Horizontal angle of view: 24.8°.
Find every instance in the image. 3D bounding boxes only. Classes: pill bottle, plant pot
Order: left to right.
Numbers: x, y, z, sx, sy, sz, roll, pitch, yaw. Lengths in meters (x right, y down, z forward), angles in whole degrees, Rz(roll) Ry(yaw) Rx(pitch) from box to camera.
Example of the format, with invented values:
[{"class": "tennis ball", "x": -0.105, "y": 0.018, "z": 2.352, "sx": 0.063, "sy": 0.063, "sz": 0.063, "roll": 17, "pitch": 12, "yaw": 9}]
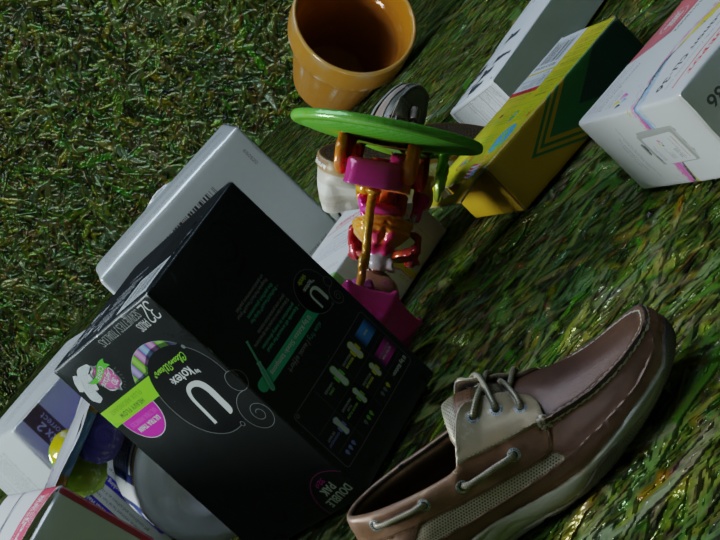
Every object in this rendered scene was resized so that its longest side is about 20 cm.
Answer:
[{"class": "pill bottle", "x": -0.141, "y": 0.155, "z": 1.326, "sx": 0.111, "sy": 0.111, "sz": 0.200, "roll": -49, "pitch": 11, "yaw": -12}, {"class": "plant pot", "x": -0.028, "y": -0.349, "z": 2.592, "sx": 0.201, "sy": 0.199, "sz": 0.184, "roll": -52, "pitch": -4, "yaw": -28}]

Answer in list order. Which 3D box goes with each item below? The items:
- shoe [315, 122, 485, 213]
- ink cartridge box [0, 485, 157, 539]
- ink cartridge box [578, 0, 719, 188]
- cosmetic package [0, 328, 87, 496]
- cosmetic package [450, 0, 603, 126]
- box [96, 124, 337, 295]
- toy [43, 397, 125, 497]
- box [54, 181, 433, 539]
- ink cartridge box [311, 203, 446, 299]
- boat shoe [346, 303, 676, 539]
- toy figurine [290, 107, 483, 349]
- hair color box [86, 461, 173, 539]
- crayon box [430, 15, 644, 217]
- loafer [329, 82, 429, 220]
[{"class": "shoe", "x": 0.051, "y": -0.089, "z": 1.418, "sx": 0.198, "sy": 0.054, "sz": 0.070, "roll": -10, "pitch": 26, "yaw": -23}, {"class": "ink cartridge box", "x": -0.191, "y": 0.222, "z": 1.148, "sx": 0.083, "sy": 0.146, "sz": 0.200, "roll": -63, "pitch": 15, "yaw": -18}, {"class": "ink cartridge box", "x": 0.222, "y": -0.117, "z": 0.980, "sx": 0.117, "sy": 0.067, "sz": 0.200, "roll": -49, "pitch": 10, "yaw": -10}, {"class": "cosmetic package", "x": -0.254, "y": 0.164, "z": 1.602, "sx": 0.165, "sy": 0.165, "sz": 0.200, "roll": -51, "pitch": 12, "yaw": -26}, {"class": "cosmetic package", "x": 0.170, "y": -0.220, "z": 1.629, "sx": 0.082, "sy": 0.051, "sz": 0.201, "roll": -31, "pitch": 19, "yaw": 54}, {"class": "box", "x": -0.123, "y": -0.004, "z": 1.601, "sx": 0.199, "sy": 0.200, "sz": 0.131, "roll": -48, "pitch": 12, "yaw": -3}, {"class": "toy", "x": -0.214, "y": 0.138, "z": 1.290, "sx": 0.116, "sy": 0.047, "sz": 0.200, "roll": -70, "pitch": 12, "yaw": -15}, {"class": "box", "x": -0.080, "y": 0.071, "z": 1.135, "sx": 0.148, "sy": 0.200, "sz": 0.125, "roll": -35, "pitch": 17, "yaw": 47}, {"class": "ink cartridge box", "x": 0.000, "y": 0.000, "z": 1.450, "sx": 0.117, "sy": 0.067, "sz": 0.201, "roll": -32, "pitch": 19, "yaw": 52}, {"class": "boat shoe", "x": 0.073, "y": 0.086, "z": 0.818, "sx": 0.200, "sy": 0.072, "sz": 0.076, "roll": -45, "pitch": 10, "yaw": 12}, {"class": "toy figurine", "x": 0.008, "y": -0.017, "z": 1.262, "sx": 0.200, "sy": 0.148, "sz": 0.187, "roll": 9, "pitch": -89, "yaw": -82}, {"class": "hair color box", "x": -0.211, "y": 0.202, "z": 1.441, "sx": 0.065, "sy": 0.109, "sz": 0.201, "roll": -35, "pitch": 15, "yaw": 48}, {"class": "crayon box", "x": 0.140, "y": -0.111, "z": 1.342, "sx": 0.200, "sy": 0.051, "sz": 0.127, "roll": -48, "pitch": 10, "yaw": -9}, {"class": "loafer", "x": 0.035, "y": -0.131, "z": 1.838, "sx": 0.063, "sy": 0.072, "sz": 0.201, "roll": -5, "pitch": 46, "yaw": 50}]
